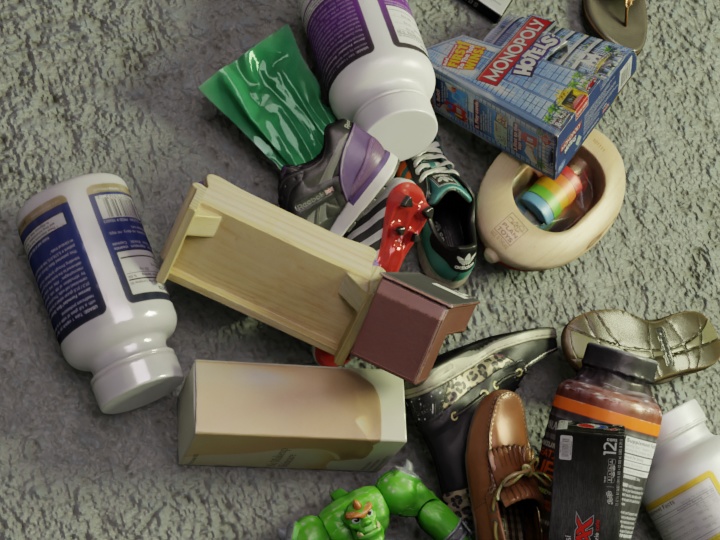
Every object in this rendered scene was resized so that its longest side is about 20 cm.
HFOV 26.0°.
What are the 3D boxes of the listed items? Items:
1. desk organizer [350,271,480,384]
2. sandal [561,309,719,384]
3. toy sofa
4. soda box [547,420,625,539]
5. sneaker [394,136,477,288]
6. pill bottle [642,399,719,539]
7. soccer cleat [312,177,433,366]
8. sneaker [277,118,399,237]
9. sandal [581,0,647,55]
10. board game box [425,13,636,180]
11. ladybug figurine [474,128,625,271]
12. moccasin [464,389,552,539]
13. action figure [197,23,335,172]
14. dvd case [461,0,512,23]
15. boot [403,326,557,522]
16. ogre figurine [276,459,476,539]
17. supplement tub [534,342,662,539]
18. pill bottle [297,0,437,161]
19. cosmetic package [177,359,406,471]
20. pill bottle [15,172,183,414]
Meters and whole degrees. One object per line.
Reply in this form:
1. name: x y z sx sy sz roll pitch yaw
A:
1. desk organizer: 0.053 0.051 1.441 0.071 0.200 0.078 24 95 10
2. sandal: 0.282 0.081 1.588 0.198 0.054 0.083 -7 74 -34
3. toy sofa: -0.081 -0.002 1.434 0.198 0.083 0.098 25 22 -7
4. soda box: 0.198 0.238 1.379 0.062 0.071 0.203 4 92 9
5. sneaker: 0.077 -0.087 1.581 0.071 0.080 0.202 -12 70 -21
6. pill bottle: 0.342 0.233 1.515 0.111 0.112 0.202 -22 76 -23
7. soccer cleat: 0.000 0.000 1.531 0.068 0.085 0.202 27 87 -40
8. sneaker: -0.057 -0.056 1.501 0.087 0.076 0.201 38 91 -13
9. sandal: 0.303 -0.335 1.765 0.081 0.055 0.202 20 64 -8
10. board game box: 0.160 -0.204 1.629 0.198 0.062 0.200 21 50 23
11. ladybug figurine: 0.190 -0.069 1.613 0.199 0.072 0.136 -39 82 -26
12. moccasin: 0.137 0.208 1.409 0.073 0.077 0.204 18 65 -35
13. action figure: -0.062 -0.132 1.568 0.118 0.055 0.201 -37 93 -16
14. dvd case: 0.139 -0.392 1.756 0.149 0.025 0.201 33 64 -2
15. boot: 0.131 0.146 1.515 0.202 0.073 0.156 -17 90 -39
16. ogre figurine: 0.006 0.258 1.417 0.198 0.098 0.121 -26 91 6
17. supplement tub: 0.222 0.174 1.472 0.106 0.107 0.203 16 87 -10
18. pill bottle: 0.012 -0.212 1.574 0.110 0.112 0.202 -6 57 -19
19. cosmetic package: -0.065 0.136 1.437 0.197 0.105 0.072 3 66 -14
20. pill bottle: -0.234 0.023 1.427 0.110 0.111 0.202 -17 74 -22
